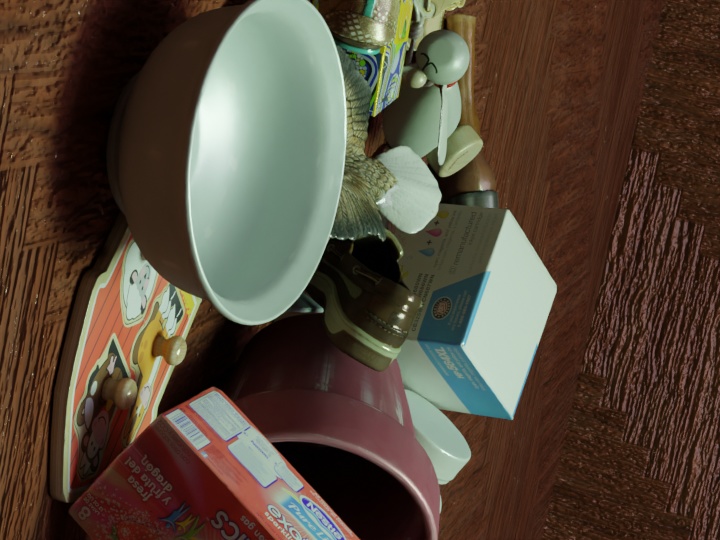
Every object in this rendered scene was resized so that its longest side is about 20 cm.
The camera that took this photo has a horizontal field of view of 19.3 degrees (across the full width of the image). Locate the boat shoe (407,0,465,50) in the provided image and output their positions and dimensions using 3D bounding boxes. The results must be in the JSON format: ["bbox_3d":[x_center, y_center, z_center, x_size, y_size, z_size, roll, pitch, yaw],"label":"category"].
[{"bbox_3d":[0.065,-0.251,1.790,0.200,0.069,0.074,84,23,-59],"label":"boat shoe"}]

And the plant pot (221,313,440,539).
[{"bbox_3d":[-0.038,0.136,1.560,0.179,0.200,0.200,-84,178,-51],"label":"plant pot"}]

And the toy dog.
[{"bbox_3d":[0.040,-0.135,1.767,0.096,0.132,0.200,-39,148,-11],"label":"toy dog"}]

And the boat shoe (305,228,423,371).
[{"bbox_3d":[0.005,0.003,1.571,0.075,0.075,0.202,-56,-155,12],"label":"boat shoe"}]

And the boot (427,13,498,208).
[{"bbox_3d":[0.071,-0.129,1.950,0.188,0.068,0.200,159,-76,-82],"label":"boot"}]

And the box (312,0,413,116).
[{"bbox_3d":[0.006,-0.224,1.597,0.070,0.064,0.200,-45,146,-65],"label":"box"}]

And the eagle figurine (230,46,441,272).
[{"bbox_3d":[-0.036,-0.073,1.456,0.151,0.152,0.200,-50,164,-15],"label":"eagle figurine"}]

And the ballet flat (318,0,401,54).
[{"bbox_3d":[-0.001,-0.205,1.457,0.200,0.070,0.065,-114,-140,-65],"label":"ballet flat"}]

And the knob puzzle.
[{"bbox_3d":[-0.145,0.059,1.345,0.220,0.030,0.220,15,90,-77],"label":"knob puzzle"}]

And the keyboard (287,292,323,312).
[{"bbox_3d":[-0.073,0.012,1.538,0.011,0.056,0.200,-49,169,8],"label":"keyboard"}]

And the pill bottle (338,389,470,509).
[{"bbox_3d":[-0.006,0.193,1.707,0.200,0.111,0.111,-49,173,15],"label":"pill bottle"}]

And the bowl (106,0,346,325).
[{"bbox_3d":[-0.090,-0.072,1.270,0.201,0.090,0.201,-33,128,-58],"label":"bowl"}]

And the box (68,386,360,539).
[{"bbox_3d":[-0.071,0.181,1.330,0.095,0.200,0.103,-45,175,18],"label":"box"}]

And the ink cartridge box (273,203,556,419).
[{"bbox_3d":[0.034,0.027,1.726,0.125,0.200,0.129,53,50,-50],"label":"ink cartridge box"}]
